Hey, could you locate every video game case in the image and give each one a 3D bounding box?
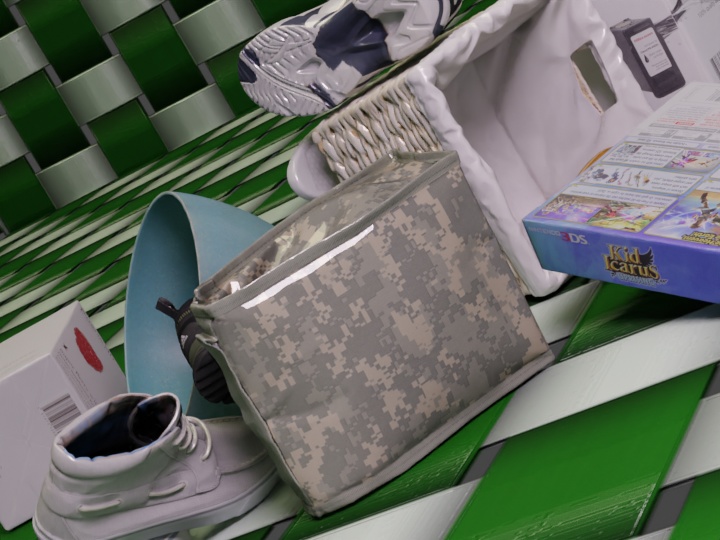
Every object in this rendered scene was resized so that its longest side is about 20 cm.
[{"bbox_3d":[0.234,-0.052,1.203,0.181,0.046,0.200,-37,28,-27],"label":"video game case"}]

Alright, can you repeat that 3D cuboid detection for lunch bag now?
[{"bbox_3d":[-0.001,0.040,1.225,0.200,0.164,0.117,-34,17,-21],"label":"lunch bag"}]

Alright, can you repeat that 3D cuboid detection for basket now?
[{"bbox_3d":[0.106,-0.097,1.467,0.200,0.199,0.161,-39,12,-35],"label":"basket"}]

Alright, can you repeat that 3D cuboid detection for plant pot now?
[{"bbox_3d":[-0.094,0.042,1.472,0.134,0.201,0.200,3,-2,-23],"label":"plant pot"}]

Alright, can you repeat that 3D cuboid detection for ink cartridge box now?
[{"bbox_3d":[0.260,-0.205,1.525,0.083,0.201,0.145,-19,15,43],"label":"ink cartridge box"}]

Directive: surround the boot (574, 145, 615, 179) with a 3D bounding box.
[{"bbox_3d":[0.246,-0.078,1.345,0.201,0.071,0.144,-33,11,-36],"label":"boot"}]

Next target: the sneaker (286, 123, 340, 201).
[{"bbox_3d":[-0.024,-0.085,1.588,0.099,0.071,0.200,-34,4,35],"label":"sneaker"}]

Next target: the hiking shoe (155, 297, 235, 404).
[{"bbox_3d":[-0.043,0.039,1.337,0.199,0.101,0.076,3,-53,-37],"label":"hiking shoe"}]

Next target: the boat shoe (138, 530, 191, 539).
[{"bbox_3d":[-0.166,0.164,1.335,0.070,0.072,0.201,-30,15,3],"label":"boat shoe"}]

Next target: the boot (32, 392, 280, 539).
[{"bbox_3d":[-0.122,0.121,1.255,0.200,0.074,0.096,-21,-39,-38],"label":"boot"}]

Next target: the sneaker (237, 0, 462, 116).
[{"bbox_3d":[0.005,-0.191,1.471,0.199,0.080,0.130,-29,6,39],"label":"sneaker"}]

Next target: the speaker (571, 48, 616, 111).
[{"bbox_3d":[0.192,-0.180,1.592,0.081,0.201,0.081,-29,11,6],"label":"speaker"}]

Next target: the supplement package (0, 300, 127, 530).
[{"bbox_3d":[-0.284,0.125,1.693,0.119,0.122,0.200,-30,12,5],"label":"supplement package"}]
